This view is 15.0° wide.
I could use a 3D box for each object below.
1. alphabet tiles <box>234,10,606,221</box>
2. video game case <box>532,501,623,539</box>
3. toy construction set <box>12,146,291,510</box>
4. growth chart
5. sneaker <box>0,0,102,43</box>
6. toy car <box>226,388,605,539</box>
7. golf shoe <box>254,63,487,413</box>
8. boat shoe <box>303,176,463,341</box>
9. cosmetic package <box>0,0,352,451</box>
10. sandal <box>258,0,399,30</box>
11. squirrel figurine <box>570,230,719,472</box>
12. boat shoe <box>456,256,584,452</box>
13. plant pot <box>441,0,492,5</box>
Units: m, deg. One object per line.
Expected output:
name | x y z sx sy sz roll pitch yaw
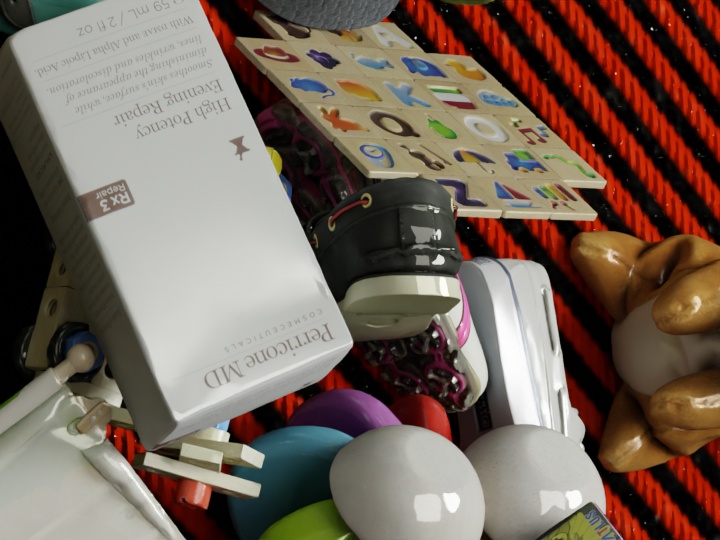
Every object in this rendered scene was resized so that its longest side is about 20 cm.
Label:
alphabet tiles | 0.032 -0.083 1.443 0.166 0.200 0.006 0 124 -40
video game case | 0.081 0.223 1.403 0.181 0.036 0.200 -36 143 -3
toy construction set | -0.098 0.022 1.374 0.131 0.092 0.201 23 60 -35
growth chart | -0.143 0.154 1.319 0.144 0.018 0.201 -31 107 -2
sneaker | -0.169 -0.160 1.321 0.080 0.071 0.200 -46 135 -22
toy car | 0.014 0.128 1.416 0.199 0.175 0.150 2 46 -39
golf shoe | 0.024 -0.019 1.481 0.092 0.072 0.201 -38 106 -38
boat shoe | 0.003 0.000 1.384 0.073 0.201 0.063 1 78 -16
cosmetic package | -0.092 -0.028 1.301 0.101 0.074 0.201 -23 81 -21
sandal | -0.058 -0.188 1.437 0.199 0.076 0.043 24 44 -29
squirrel figurine | 0.249 0.040 1.577 0.199 0.186 0.142 3 81 -38
boat shoe | 0.095 0.091 1.520 0.065 0.073 0.201 -4 88 -36
plant pot | 0.056 -0.255 1.484 0.200 0.200 0.185 36 74 -29
